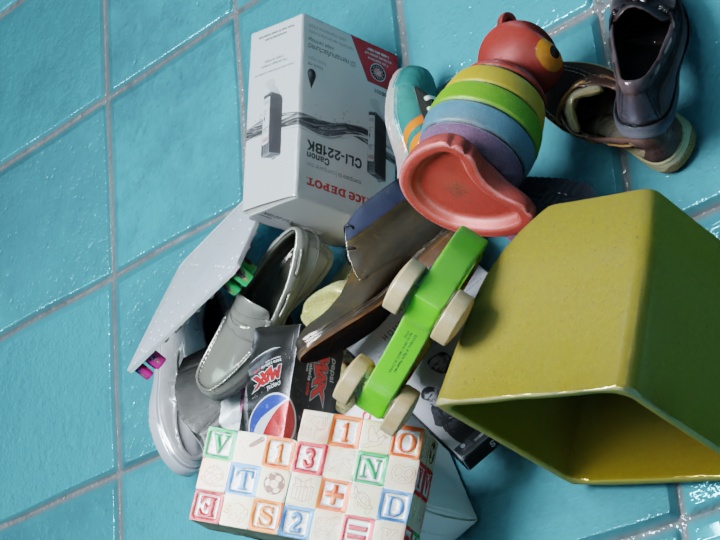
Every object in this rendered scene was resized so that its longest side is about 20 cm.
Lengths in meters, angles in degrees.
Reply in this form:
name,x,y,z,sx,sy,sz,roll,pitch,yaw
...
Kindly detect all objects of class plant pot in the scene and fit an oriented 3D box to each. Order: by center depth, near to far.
name,x,y,z,sx,sy,sz,roll,pitch,yaw
plant pot,0.211,0.049,1.428,0.195,0.194,0.200,-10,58,44

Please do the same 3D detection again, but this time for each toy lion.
name,x,y,z,sx,sy,sz,roll,pitch,yaw
toy lion,0.060,0.035,1.503,0.192,0.069,0.200,-53,-8,-46

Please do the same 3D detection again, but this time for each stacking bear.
name,x,y,z,sx,sy,sz,roll,pitch,yaw
stacking bear,0.120,-0.141,1.547,0.114,0.121,0.200,-17,39,51

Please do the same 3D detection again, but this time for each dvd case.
name,x,y,z,sx,sy,sz,roll,pitch,yaw
dvd case,0.096,0.078,1.601,0.150,0.025,0.200,-40,43,-8

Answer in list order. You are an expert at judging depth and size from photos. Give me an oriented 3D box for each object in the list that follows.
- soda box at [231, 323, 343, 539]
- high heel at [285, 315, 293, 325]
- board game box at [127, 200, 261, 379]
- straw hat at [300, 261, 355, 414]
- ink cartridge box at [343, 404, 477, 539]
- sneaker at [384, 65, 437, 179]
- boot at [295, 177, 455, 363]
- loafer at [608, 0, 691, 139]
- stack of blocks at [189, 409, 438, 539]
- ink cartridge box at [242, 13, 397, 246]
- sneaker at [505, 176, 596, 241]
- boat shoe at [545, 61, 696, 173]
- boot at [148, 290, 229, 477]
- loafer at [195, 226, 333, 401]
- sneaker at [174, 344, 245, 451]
name,x,y,z,sx,sy,sz,roll,pitch,yaw
soda box,-0.072,0.155,1.641,0.063,0.071,0.201,-7,69,41
high heel,-0.074,0.080,1.791,0.096,0.067,0.201,-31,69,52
board game box,-0.154,0.002,1.822,0.200,0.026,0.200,-42,17,34
straw hat,-0.008,0.050,1.723,0.201,0.085,0.202,-18,64,42
ink cartridge box,0.000,0.231,1.651,0.200,0.083,0.147,-44,48,26
sneaker,0.078,-0.116,1.710,0.080,0.071,0.201,-19,68,36
boot,0.000,0.000,1.631,0.200,0.075,0.097,-36,74,-15
loafer,0.250,-0.204,1.517,0.072,0.063,0.200,-6,47,18
stack of blocks,-0.041,0.187,1.544,0.199,0.059,0.115,7,74,17
ink cartridge box,-0.039,-0.141,1.779,0.084,0.144,0.201,-14,68,43
sneaker,0.140,-0.048,1.596,0.200,0.082,0.070,21,57,44
boat shoe,0.213,-0.149,1.571,0.200,0.072,0.072,39,105,46
boot,-0.178,0.117,1.884,0.096,0.073,0.200,-36,52,41
loafer,-0.107,0.041,1.754,0.070,0.070,0.200,33,89,36
sneaker,-0.138,0.173,1.812,0.080,0.086,0.200,-16,62,4
